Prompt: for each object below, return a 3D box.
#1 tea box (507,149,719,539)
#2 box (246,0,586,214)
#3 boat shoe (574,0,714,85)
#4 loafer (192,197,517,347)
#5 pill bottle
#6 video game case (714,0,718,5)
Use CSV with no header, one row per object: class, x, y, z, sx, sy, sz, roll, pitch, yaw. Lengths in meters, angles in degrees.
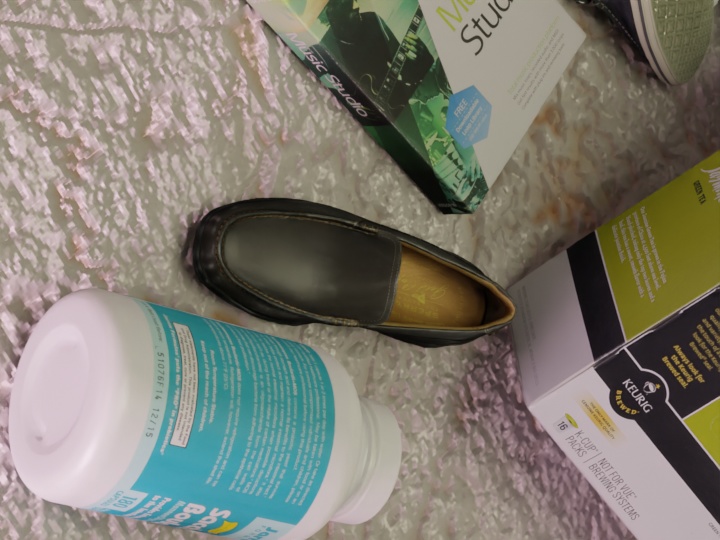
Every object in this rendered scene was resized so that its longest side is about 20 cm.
tea box,0.223,0.061,1.331,0.196,0.134,0.200,-32,117,16
box,0.033,-0.151,1.308,0.200,0.036,0.145,45,65,-27
boat shoe,0.165,-0.194,1.391,0.075,0.062,0.200,-57,135,-20
loafer,0.000,0.000,1.260,0.199,0.072,0.073,10,85,-35
pill bottle,-0.076,0.083,1.181,0.199,0.111,0.112,16,80,-34
video game case,0.210,-0.302,1.444,0.200,0.024,0.182,47,64,-28
